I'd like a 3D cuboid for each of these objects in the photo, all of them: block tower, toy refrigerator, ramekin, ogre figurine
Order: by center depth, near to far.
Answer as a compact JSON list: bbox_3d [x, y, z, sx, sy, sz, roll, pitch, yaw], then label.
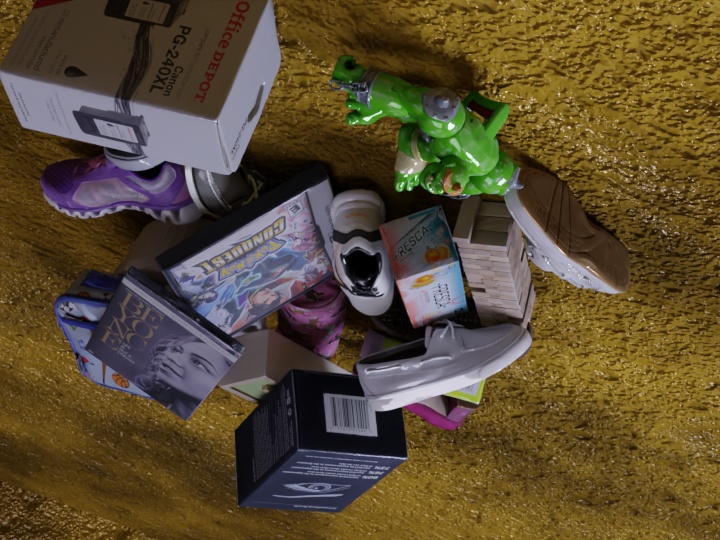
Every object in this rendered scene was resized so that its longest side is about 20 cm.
[{"bbox_3d":[0.067,-0.121,1.037,0.119,0.098,0.201,17,144,44],"label":"ogre figurine"},{"bbox_3d":[0.147,-0.002,1.251,0.057,0.054,0.200,6,152,21],"label":"block tower"},{"bbox_3d":[-0.201,0.012,1.447,0.201,0.095,0.203,14,153,7],"label":"ramekin"},{"bbox_3d":[-0.085,0.145,1.476,0.076,0.070,0.200,-14,149,31],"label":"toy refrigerator"}]

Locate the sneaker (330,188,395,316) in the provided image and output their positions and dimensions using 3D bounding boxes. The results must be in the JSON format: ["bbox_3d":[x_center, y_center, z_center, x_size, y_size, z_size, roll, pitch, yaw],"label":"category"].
[{"bbox_3d":[0.000,0.000,1.273,0.073,0.080,0.200,-5,146,6],"label":"sneaker"}]

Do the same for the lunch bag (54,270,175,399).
[{"bbox_3d":[-0.269,0.076,1.392,0.199,0.076,0.161,8,133,23],"label":"lunch bag"}]

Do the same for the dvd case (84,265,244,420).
[{"bbox_3d":[-0.223,0.087,1.298,0.148,0.016,0.200,36,142,-5],"label":"dvd case"}]

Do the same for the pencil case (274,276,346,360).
[{"bbox_3d":[-0.065,0.052,1.457,0.083,0.086,0.200,45,158,15],"label":"pencil case"}]

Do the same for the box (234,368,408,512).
[{"bbox_3d":[-0.053,0.212,1.417,0.147,0.105,0.200,9,148,-26],"label":"box"}]

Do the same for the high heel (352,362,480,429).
[{"bbox_3d":[0.063,0.179,1.629,0.199,0.068,0.096,23,143,-19],"label":"high heel"}]

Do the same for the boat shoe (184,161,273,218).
[{"bbox_3d":[-0.125,-0.078,1.255,0.060,0.073,0.202,8,158,23],"label":"boat shoe"}]

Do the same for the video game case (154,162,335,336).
[{"bbox_3d":[-0.107,-0.011,1.272,0.026,0.199,0.181,55,171,30],"label":"video game case"}]

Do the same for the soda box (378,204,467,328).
[{"bbox_3d":[0.069,0.000,1.224,0.068,0.064,0.200,-18,162,2],"label":"soda box"}]

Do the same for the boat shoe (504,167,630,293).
[{"bbox_3d":[0.191,-0.029,1.151,0.069,0.071,0.200,-11,143,41],"label":"boat shoe"}]

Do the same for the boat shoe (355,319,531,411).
[{"bbox_3d":[0.089,0.092,1.300,0.199,0.072,0.069,-20,106,19],"label":"boat shoe"}]

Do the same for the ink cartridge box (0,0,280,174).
[{"bbox_3d":[-0.184,-0.180,1.007,0.198,0.146,0.084,13,151,9],"label":"ink cartridge box"}]

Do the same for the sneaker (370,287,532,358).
[{"bbox_3d":[0.107,0.076,1.408,0.198,0.071,0.076,13,154,11],"label":"sneaker"}]

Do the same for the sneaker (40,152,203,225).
[{"bbox_3d":[-0.264,-0.108,1.284,0.199,0.081,0.089,4,145,15],"label":"sneaker"}]

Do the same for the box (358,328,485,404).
[{"bbox_3d":[0.073,0.115,1.451,0.121,0.048,0.200,16,-179,-10],"label":"box"}]

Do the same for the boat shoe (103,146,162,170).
[{"bbox_3d":[-0.193,-0.152,1.146,0.198,0.074,0.068,-6,150,38],"label":"boat shoe"}]
